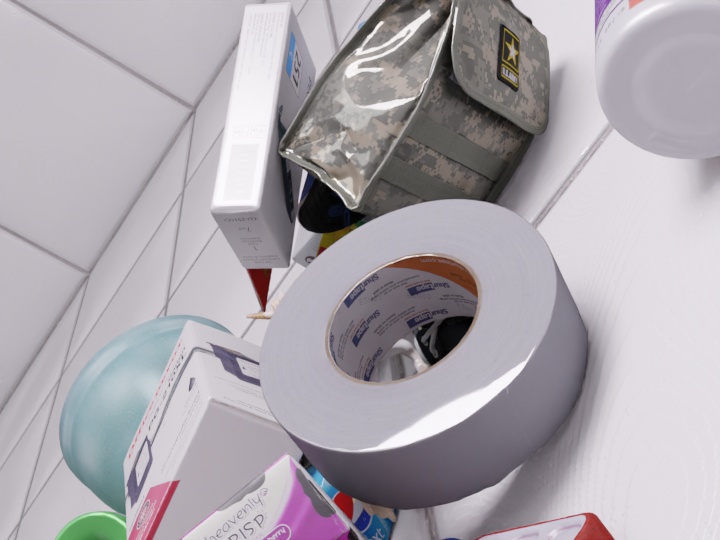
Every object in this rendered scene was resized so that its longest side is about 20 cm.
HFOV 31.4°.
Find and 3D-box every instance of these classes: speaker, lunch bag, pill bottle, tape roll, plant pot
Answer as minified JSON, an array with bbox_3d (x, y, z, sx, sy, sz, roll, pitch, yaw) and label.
[{"bbox_3d":[-0.199,0.268,1.100,0.200,0.088,0.088,74,-143,-63],"label":"speaker"},{"bbox_3d":[0.062,-0.133,1.006,0.118,0.164,0.200,38,101,34],"label":"lunch bag"},{"bbox_3d":[0.201,-0.170,0.794,0.111,0.111,0.200,-46,22,38],"label":"pill bottle"},{"bbox_3d":[0.039,0.049,0.810,0.200,0.066,0.200,-17,43,17],"label":"tape roll"},{"bbox_3d":[-0.159,0.159,1.183,0.134,0.200,0.200,38,98,47],"label":"plant pot"}]

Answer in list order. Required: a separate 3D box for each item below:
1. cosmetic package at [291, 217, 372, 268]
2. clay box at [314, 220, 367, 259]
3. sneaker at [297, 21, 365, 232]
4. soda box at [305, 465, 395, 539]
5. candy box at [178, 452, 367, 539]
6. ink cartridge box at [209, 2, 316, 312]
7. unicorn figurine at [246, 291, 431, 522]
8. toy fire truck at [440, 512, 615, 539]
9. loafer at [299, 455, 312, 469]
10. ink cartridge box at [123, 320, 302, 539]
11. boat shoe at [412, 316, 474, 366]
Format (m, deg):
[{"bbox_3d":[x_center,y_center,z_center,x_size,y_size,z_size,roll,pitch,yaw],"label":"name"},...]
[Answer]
[{"bbox_3d":[0.020,-0.084,1.233,0.200,0.071,0.101,-47,21,36],"label":"cosmetic package"},{"bbox_3d":[-0.037,0.060,1.142,0.115,0.048,0.200,105,179,-51],"label":"clay box"},{"bbox_3d":[-0.002,-0.126,1.118,0.077,0.076,0.200,38,103,42],"label":"sneaker"},{"bbox_3d":[-0.053,0.209,0.973,0.200,0.064,0.068,-39,26,51],"label":"soda box"},{"bbox_3d":[-0.058,0.194,0.768,0.136,0.061,0.200,-38,-24,-7],"label":"candy box"},{"bbox_3d":[-0.069,-0.090,1.066,0.176,0.045,0.200,69,-156,-59],"label":"ink cartridge box"},{"bbox_3d":[-0.007,0.082,0.925,0.074,0.137,0.200,-55,17,19],"label":"unicorn figurine"},{"bbox_3d":[0.036,0.206,0.690,0.168,0.112,0.200,-42,5,-34],"label":"toy fire truck"},{"bbox_3d":[-0.086,0.193,1.091,0.200,0.063,0.072,-51,20,28],"label":"loafer"},{"bbox_3d":[-0.119,0.141,0.995,0.145,0.084,0.200,-65,16,8],"label":"ink cartridge box"},{"bbox_3d":[0.066,0.041,0.917,0.076,0.060,0.200,-56,17,12],"label":"boat shoe"}]
